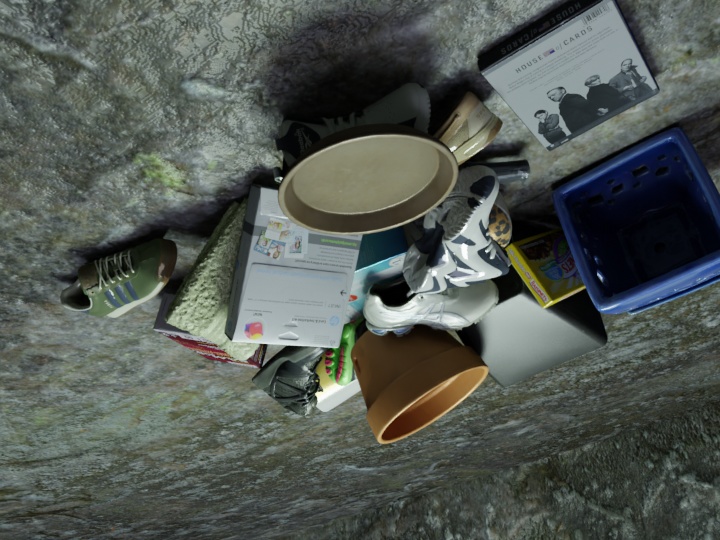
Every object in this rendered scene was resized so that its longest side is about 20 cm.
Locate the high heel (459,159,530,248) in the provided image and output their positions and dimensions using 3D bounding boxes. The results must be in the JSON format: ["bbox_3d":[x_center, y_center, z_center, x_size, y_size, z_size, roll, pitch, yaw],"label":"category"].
[{"bbox_3d":[0.142,-0.078,0.976,0.142,0.072,0.200,-5,142,-10],"label":"high heel"}]

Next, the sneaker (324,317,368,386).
[{"bbox_3d":[-0.001,0.094,1.166,0.084,0.077,0.200,2,112,-47],"label":"sneaker"}]

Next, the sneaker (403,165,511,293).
[{"bbox_3d":[0.151,-0.048,0.897,0.129,0.080,0.199,0,131,-30],"label":"sneaker"}]

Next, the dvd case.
[{"bbox_3d":[0.243,-0.221,0.800,0.150,0.025,0.200,-27,148,26],"label":"dvd case"}]

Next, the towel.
[{"bbox_3d":[-0.155,0.014,0.934,0.148,0.036,0.200,34,93,-30],"label":"towel"}]

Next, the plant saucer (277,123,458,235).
[{"bbox_3d":[0.007,-0.098,0.767,0.200,0.030,0.200,-9,155,-4],"label":"plant saucer"}]

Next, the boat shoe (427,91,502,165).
[{"bbox_3d":[0.078,-0.143,0.850,0.065,0.071,0.200,43,128,-15],"label":"boat shoe"}]

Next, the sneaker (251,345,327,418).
[{"bbox_3d":[-0.088,0.170,1.155,0.114,0.076,0.199,44,129,-5],"label":"sneaker"}]

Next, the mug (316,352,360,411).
[{"bbox_3d":[-0.031,0.159,1.265,0.153,0.150,0.187,-25,169,8],"label":"mug"}]

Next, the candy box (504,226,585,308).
[{"bbox_3d":[0.301,-0.012,1.051,0.200,0.102,0.026,-17,160,-45],"label":"candy box"}]

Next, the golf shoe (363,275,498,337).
[{"bbox_3d":[0.102,0.039,0.994,0.200,0.078,0.097,-13,146,-2],"label":"golf shoe"}]

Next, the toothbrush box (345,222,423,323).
[{"bbox_3d":[0.000,0.000,1.048,0.200,0.085,0.146,-20,150,17],"label":"toothbrush box"}]

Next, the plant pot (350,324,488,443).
[{"bbox_3d":[0.077,0.152,1.080,0.200,0.140,0.200,-27,155,-14],"label":"plant pot"}]

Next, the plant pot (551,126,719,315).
[{"bbox_3d":[0.419,-0.052,1.005,0.200,0.200,0.180,-28,154,26],"label":"plant pot"}]

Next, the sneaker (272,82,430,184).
[{"bbox_3d":[-0.024,-0.145,0.776,0.129,0.080,0.199,2,160,-40],"label":"sneaker"}]

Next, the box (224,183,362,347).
[{"bbox_3d":[-0.083,-0.002,0.918,0.156,0.200,0.041,6,-171,-28],"label":"box"}]

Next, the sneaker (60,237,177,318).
[{"bbox_3d":[-0.338,0.013,0.956,0.090,0.067,0.200,10,148,-44],"label":"sneaker"}]

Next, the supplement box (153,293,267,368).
[{"bbox_3d":[-0.230,0.100,1.110,0.109,0.061,0.200,8,163,15],"label":"supplement box"}]

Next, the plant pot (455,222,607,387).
[{"bbox_3d":[0.242,0.042,1.118,0.199,0.200,0.177,-32,136,33],"label":"plant pot"}]
